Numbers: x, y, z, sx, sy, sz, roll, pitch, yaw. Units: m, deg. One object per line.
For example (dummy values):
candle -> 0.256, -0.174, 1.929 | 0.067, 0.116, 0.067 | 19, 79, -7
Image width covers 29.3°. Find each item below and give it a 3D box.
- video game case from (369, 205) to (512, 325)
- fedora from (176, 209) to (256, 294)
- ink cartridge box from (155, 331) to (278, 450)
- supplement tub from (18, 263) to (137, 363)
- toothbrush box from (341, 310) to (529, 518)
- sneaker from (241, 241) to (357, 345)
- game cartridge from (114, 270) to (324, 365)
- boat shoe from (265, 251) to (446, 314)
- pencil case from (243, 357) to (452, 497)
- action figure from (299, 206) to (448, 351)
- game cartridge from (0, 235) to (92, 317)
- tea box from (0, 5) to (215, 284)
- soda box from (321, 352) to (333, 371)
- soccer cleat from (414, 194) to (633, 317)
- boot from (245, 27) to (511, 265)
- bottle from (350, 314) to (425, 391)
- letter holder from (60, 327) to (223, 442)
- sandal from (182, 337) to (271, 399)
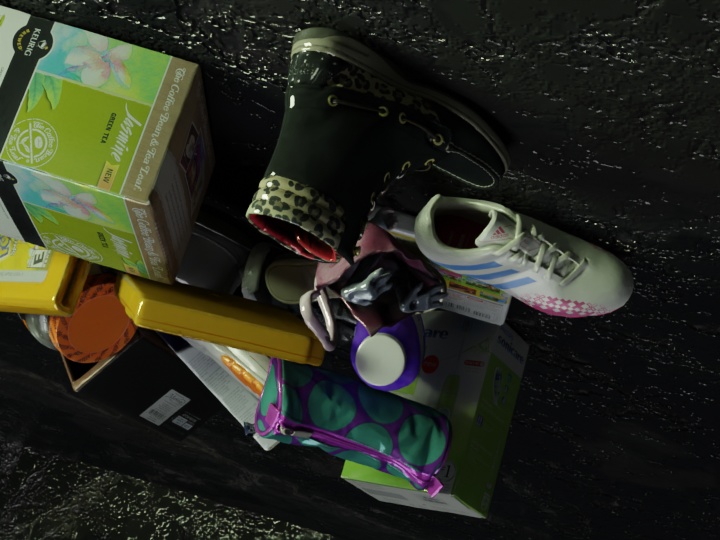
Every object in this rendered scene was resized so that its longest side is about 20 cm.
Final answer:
video game case -> 0.055, -0.010, 1.349 | 0.198, 0.023, 0.182 | 17, 161, 7
fedora -> -0.191, 0.003, 1.498 | 0.175, 0.091, 0.200 | 19, 161, -1
ink cartridge box -> -0.156, 0.097, 1.620 | 0.200, 0.043, 0.197 | 50, -171, -11
supplement tub -> -0.316, 0.003, 1.449 | 0.200, 0.123, 0.122 | 42, -179, 42
toothbrush box -> 0.082, 0.151, 1.491 | 0.144, 0.202, 0.086 | 4, 157, 35
sneaker -> -0.047, 0.027, 1.471 | 0.113, 0.076, 0.200 | 10, 165, 21
game cartridge -> -0.136, 0.045, 1.291 | 0.174, 0.033, 0.200 | 14, -175, -16
boat shoe -> 0.000, 0.000, 1.329 | 0.198, 0.057, 0.067 | 3, 120, 31
pencil case -> -0.008, 0.153, 1.359 | 0.198, 0.093, 0.085 | 20, 126, -19
action figure -> -0.019, -0.023, 1.178 | 0.200, 0.148, 0.134 | 45, 168, 39
game cartridge -> -0.328, -0.044, 1.361 | 0.198, 0.178, 0.032 | 2, 157, 37
tea box -> -0.238, -0.103, 1.181 | 0.195, 0.135, 0.200 | 15, 161, 4
soda box -> -0.080, 0.106, 1.567 | 0.068, 0.064, 0.200 | 27, -163, -25
soccer cleat -> 0.140, -0.013, 1.185 | 0.198, 0.071, 0.086 | 16, 162, 7
boot -> 0.013, -0.067, 1.019 | 0.203, 0.155, 0.073 | 29, 158, -29
bottle -> 0.027, 0.075, 1.352 | 0.064, 0.085, 0.200 | -6, -176, 6
letter holder -> -0.256, 0.090, 1.602 | 0.200, 0.100, 0.143 | 39, -164, -53
sandal -> -0.121, 0.081, 1.437 | 0.206, 0.059, 0.079 | 38, 167, 10
